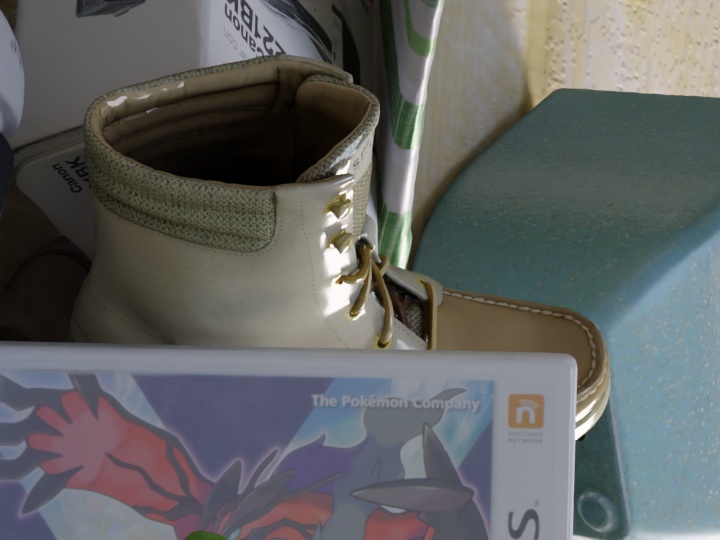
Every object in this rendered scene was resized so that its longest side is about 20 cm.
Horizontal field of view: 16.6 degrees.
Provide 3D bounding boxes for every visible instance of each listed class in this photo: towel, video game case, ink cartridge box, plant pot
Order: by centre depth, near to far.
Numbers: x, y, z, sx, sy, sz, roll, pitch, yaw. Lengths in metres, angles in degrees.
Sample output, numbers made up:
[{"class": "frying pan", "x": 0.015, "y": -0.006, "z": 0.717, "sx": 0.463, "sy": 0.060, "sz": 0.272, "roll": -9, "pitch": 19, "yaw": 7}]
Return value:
[{"class": "video game case", "x": -0.030, "y": 0.116, "z": 0.817, "sx": 0.023, "sy": 0.199, "sz": 0.183, "roll": -68, "pitch": 159, "yaw": -86}, {"class": "ink cartridge box", "x": -0.059, "y": -0.089, "z": 0.939, "sx": 0.144, "sy": 0.084, "sz": 0.200, "roll": 51, "pitch": 31, "yaw": -47}, {"class": "towel", "x": 0.019, "y": -0.086, "z": 0.983, "sx": 0.153, "sy": 0.023, "sz": 0.200, "roll": -93, "pitch": -170, "yaw": -52}, {"class": "plant pot", "x": 0.131, "y": 0.035, "z": 1.225, "sx": 0.200, "sy": 0.196, "sz": 0.196, "roll": -30, "pitch": 117, "yaw": -45}]

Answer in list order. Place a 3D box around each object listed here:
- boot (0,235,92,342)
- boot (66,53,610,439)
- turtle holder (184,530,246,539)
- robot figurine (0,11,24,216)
[{"class": "boot", "x": -0.102, "y": 0.085, "z": 0.956, "sx": 0.146, "sy": 0.070, "sz": 0.200, "roll": -39, "pitch": 132, "yaw": -60}, {"class": "boot", "x": 0.000, "y": 0.000, "z": 0.844, "sx": 0.155, "sy": 0.200, "sz": 0.072, "roll": 101, "pitch": -11, "yaw": -48}, {"class": "turtle holder", "x": -0.040, "y": 0.135, "z": 0.608, "sx": 0.185, "sy": 0.141, "sz": 0.132, "roll": -38, "pitch": 106, "yaw": -41}, {"class": "robot figurine", "x": -0.179, "y": -0.013, "z": 0.768, "sx": 0.125, "sy": 0.150, "sz": 0.200, "roll": 25, "pitch": 70, "yaw": -35}]
